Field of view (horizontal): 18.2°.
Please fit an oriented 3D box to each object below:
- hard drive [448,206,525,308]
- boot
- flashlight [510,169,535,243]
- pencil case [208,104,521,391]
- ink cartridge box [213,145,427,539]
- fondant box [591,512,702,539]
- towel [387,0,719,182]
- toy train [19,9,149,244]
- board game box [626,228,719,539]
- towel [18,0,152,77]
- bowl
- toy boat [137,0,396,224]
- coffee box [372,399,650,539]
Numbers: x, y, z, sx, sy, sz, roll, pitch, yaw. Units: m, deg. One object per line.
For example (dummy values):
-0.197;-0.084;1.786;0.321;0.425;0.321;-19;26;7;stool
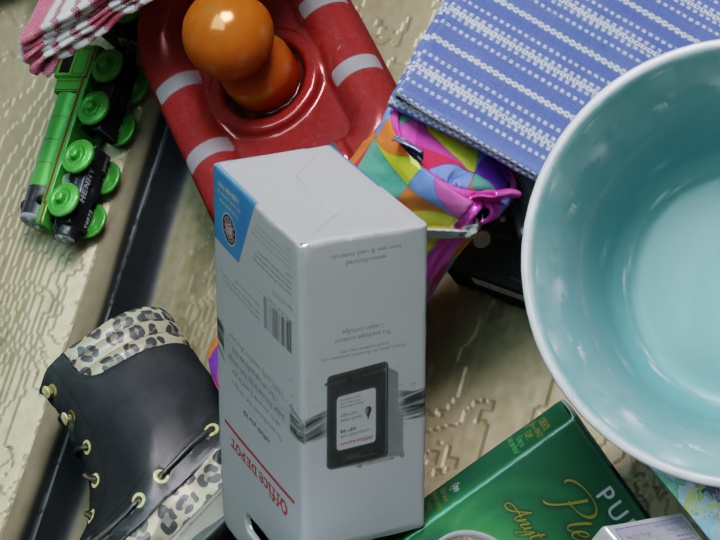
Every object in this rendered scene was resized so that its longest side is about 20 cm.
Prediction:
0.147;-0.064;1.225;0.139;0.038;0.201;19;75;27;hard drive
-0.141;0.126;1.228;0.203;0.074;0.154;-38;57;-6;boot
0.098;-0.108;1.203;0.068;0.068;0.201;-15;63;9;flashlight
0.000;0.000;1.180;0.200;0.088;0.089;-52;54;30;pencil case
-0.021;0.054;1.093;0.066;0.201;0.116;-10;26;-22;ink cartridge box
0.140;0.229;0.982;0.200;0.058;0.145;55;128;29;fondant box
0.114;-0.122;1.172;0.144;0.024;0.201;29;57;2;towel
-0.161;-0.109;1.363;0.056;0.042;0.201;4;68;33;toy train
0.217;0.033;1.094;0.200;0.034;0.135;-41;78;2;board game box
-0.103;-0.195;1.290;0.199;0.030;0.147;-25;28;25;towel
0.178;0.003;1.034;0.199;0.105;0.202;-2;81;10;bowl
-0.061;-0.117;1.273;0.130;0.131;0.201;-30;59;5;toy boat
0.058;0.171;1.113;0.200;0.044;0.123;-37;99;3;coffee box
